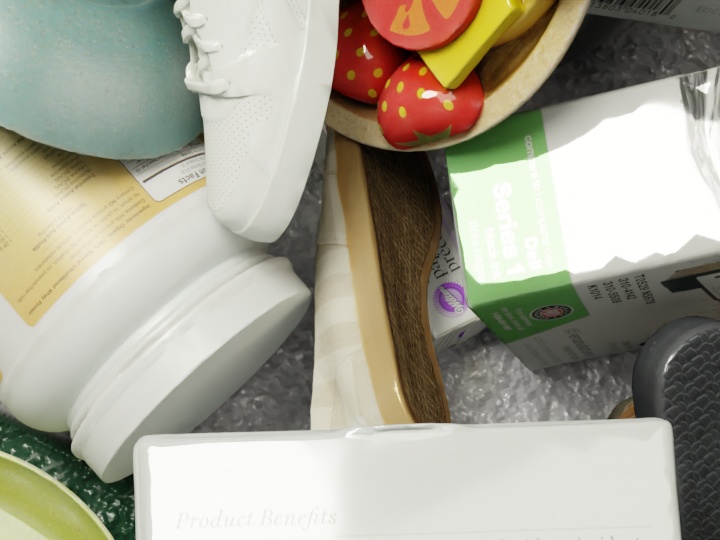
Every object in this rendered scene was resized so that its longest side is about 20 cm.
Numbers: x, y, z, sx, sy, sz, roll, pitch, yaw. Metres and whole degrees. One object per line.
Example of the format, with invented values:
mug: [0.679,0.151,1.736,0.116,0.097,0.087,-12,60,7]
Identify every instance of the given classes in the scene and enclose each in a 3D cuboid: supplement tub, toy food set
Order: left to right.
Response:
supplement tub: [-0.131,-0.022,0.766,0.144,0.145,0.200,-39,81,-18]
toy food set: [0.017,-0.152,0.724,0.048,0.198,0.201,-4,52,-51]

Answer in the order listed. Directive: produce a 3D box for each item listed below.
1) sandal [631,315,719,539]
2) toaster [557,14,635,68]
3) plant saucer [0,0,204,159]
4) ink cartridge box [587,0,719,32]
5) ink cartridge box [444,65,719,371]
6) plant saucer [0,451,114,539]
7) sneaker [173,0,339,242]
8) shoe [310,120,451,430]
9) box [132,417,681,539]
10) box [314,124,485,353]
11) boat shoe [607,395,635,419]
sandal: [0.147,0.117,0.756,0.075,0.043,0.202,-8,102,-28]
toaster: [0.071,-0.188,0.844,0.180,0.119,0.201,-26,77,-29]
plant saucer: [-0.134,-0.133,0.719,0.200,0.039,0.202,30,33,-21]
ink cartridge box: [0.131,-0.208,0.778,0.108,0.050,0.202,5,65,-20]
ink cartridge box: [0.152,-0.026,0.771,0.198,0.146,0.085,-12,73,14]
plant saucer: [-0.191,0.176,0.753,0.198,0.031,0.202,3,71,-8]
sneaker: [-0.068,-0.116,0.680,0.115,0.074,0.202,5,95,-27]
shoe: [0.000,0.000,0.767,0.053,0.070,0.201,-26,48,27]
box: [0.019,0.145,0.691,0.197,0.200,0.132,-2,72,1]
box: [0.003,-0.055,0.851,0.038,0.041,0.201,-24,76,-15]
boat shoe: [0.208,0.105,0.798,0.198,0.076,0.074,10,43,-4]
